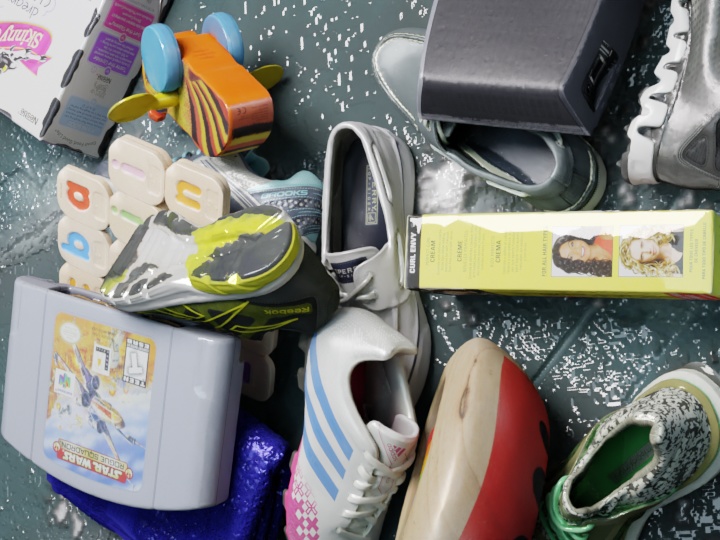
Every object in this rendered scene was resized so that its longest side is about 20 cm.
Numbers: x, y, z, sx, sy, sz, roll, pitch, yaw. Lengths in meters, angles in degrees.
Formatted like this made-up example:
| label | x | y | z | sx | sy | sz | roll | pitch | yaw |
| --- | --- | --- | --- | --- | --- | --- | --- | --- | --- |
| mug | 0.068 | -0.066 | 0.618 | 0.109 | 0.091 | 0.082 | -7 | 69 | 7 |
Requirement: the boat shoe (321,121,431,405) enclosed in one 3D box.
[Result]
| label | x | y | z | sx | sy | sz | roll | pitch | yaw |
| --- | --- | --- | --- | --- | --- | --- | --- | --- | --- |
| boat shoe | 0.000 | 0.000 | 0.894 | 0.073 | 0.065 | 0.203 | -12 | 78 | 29 |

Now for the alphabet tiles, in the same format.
| label | x | y | z | sx | sy | sz | roll | pitch | yaw |
| --- | --- | --- | --- | --- | --- | --- | --- | --- | --- |
| alphabet tiles | -0.137 | 0.008 | 0.944 | 0.193 | 0.015 | 0.203 | 22 | 126 | 22 |

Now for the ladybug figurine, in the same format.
| label | x | y | z | sx | sy | sz | roll | pitch | yaw |
| --- | --- | --- | --- | --- | --- | --- | --- | --- | --- |
| ladybug figurine | 0.067 | 0.128 | 0.786 | 0.071 | 0.201 | 0.137 | 18 | 132 | 1 |

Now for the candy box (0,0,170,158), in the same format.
| label | x | y | z | sx | sy | sz | roll | pitch | yaw |
| --- | --- | --- | --- | --- | --- | --- | --- | --- | --- |
| candy box | -0.243 | -0.219 | 1.069 | 0.167 | 0.071 | 0.202 | 31 | 99 | 30 |

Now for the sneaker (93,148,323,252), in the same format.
| label | x | y | z | sx | sy | sz | roll | pitch | yaw |
| --- | --- | --- | --- | --- | --- | --- | --- | --- | --- |
| sneaker | -0.108 | -0.055 | 0.974 | 0.198 | 0.078 | 0.087 | 19 | 81 | 25 |

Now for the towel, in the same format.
| label | x | y | z | sx | sy | sz | roll | pitch | yaw |
| --- | --- | --- | --- | --- | --- | --- | --- | --- | --- |
| towel | -0.143 | 0.145 | 0.950 | 0.198 | 0.049 | 0.150 | 27 | 115 | 28 |

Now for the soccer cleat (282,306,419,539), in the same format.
| label | x | y | z | sx | sy | sz | roll | pitch | yaw |
| --- | --- | --- | --- | --- | --- | --- | --- | --- | --- |
| soccer cleat | -0.002 | 0.125 | 0.846 | 0.086 | 0.069 | 0.203 | 18 | 114 | 44 |

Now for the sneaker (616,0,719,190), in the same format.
| label | x | y | z | sx | sy | sz | roll | pitch | yaw |
| --- | --- | --- | --- | --- | --- | --- | --- | --- | --- |
| sneaker | 0.223 | -0.137 | 0.779 | 0.090 | 0.066 | 0.203 | 20 | 98 | 29 |

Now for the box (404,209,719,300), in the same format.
| label | x | y | z | sx | sy | sz | roll | pitch | yaw |
| --- | --- | --- | --- | --- | --- | --- | --- | --- | --- |
| box | 0.129 | -0.009 | 0.813 | 0.197 | 0.075 | 0.051 | 0 | 85 | 30 |

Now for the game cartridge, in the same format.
| label | x | y | z | sx | sy | sz | roll | pitch | yaw |
| --- | --- | --- | --- | --- | --- | --- | --- | --- | --- |
| game cartridge | -0.171 | 0.089 | 0.920 | 0.198 | 0.041 | 0.135 | 13 | 97 | 31 |

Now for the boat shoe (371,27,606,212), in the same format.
| label | x | y | z | sx | sy | sz | roll | pitch | yaw |
| --- | --- | --- | --- | --- | --- | --- | --- | --- | --- |
| boat shoe | 0.073 | -0.105 | 0.865 | 0.200 | 0.061 | 0.073 | 42 | 107 | 29 |

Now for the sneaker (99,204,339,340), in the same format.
| label | x | y | z | sx | sy | sz | roll | pitch | yaw |
| --- | --- | --- | --- | --- | --- | --- | --- | --- | --- |
| sneaker | -0.094 | 0.013 | 0.860 | 0.198 | 0.085 | 0.075 | 0 | 53 | 48 |

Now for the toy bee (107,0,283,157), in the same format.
| label | x | y | z | sx | sy | sz | roll | pitch | yaw |
| --- | --- | --- | --- | --- | --- | --- | --- | --- | --- |
| toy bee | -0.120 | -0.140 | 0.967 | 0.110 | 0.129 | 0.202 | 103 | 161 | -45 |

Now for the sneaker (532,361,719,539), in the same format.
| label | x | y | z | sx | sy | sz | roll | pitch | yaw |
| --- | --- | --- | --- | --- | --- | --- | --- | --- | --- |
| sneaker | 0.131 | 0.131 | 0.773 | 0.077 | 0.088 | 0.201 | 53 | 124 | 29 |

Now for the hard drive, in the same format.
| label | x | y | z | sx | sy | sz | roll | pitch | yaw |
| --- | --- | --- | --- | --- | --- | --- | --- | --- | --- |
| hard drive | 0.113 | -0.185 | 0.830 | 0.133 | 0.042 | 0.202 | 9 | 69 | 31 |
